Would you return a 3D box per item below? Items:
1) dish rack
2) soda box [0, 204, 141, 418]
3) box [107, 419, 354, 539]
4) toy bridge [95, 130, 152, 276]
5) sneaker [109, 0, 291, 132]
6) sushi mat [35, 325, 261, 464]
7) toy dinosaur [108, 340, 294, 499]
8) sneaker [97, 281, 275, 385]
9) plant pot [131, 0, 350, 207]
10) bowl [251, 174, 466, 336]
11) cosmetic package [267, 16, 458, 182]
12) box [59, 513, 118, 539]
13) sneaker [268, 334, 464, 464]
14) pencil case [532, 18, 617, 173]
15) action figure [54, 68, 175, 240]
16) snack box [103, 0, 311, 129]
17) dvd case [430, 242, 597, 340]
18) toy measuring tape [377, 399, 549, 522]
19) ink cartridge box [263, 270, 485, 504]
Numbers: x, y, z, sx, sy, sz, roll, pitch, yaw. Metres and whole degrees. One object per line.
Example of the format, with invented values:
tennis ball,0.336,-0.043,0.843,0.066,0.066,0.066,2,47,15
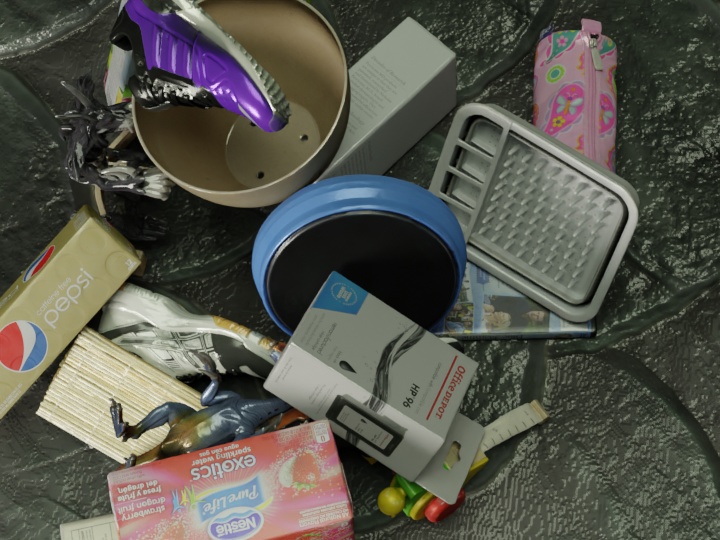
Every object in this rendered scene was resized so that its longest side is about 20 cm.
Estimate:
dish rack,0.164,-0.060,1.729,0.199,0.172,0.044,33,43,15
soda box,-0.297,0.037,1.720,0.068,0.064,0.200,42,92,-18
box,-0.109,0.208,1.577,0.198,0.100,0.096,-13,65,-6
toy bridge,-0.229,-0.094,1.838,0.067,0.027,0.202,7,67,6
sneaker,-0.147,-0.169,1.609,0.100,0.070,0.200,-46,65,2
sushi mat,-0.199,0.140,1.711,0.199,0.012,0.096,29,97,6
toy dinosaur,-0.135,0.129,1.669,0.180,0.200,0.106,-14,77,-25
sneaker,-0.157,0.082,1.745,0.198,0.076,0.088,18,84,12
plant pot,-0.095,-0.141,1.691,0.198,0.135,0.202,-4,71,11
bowl,0.000,0.000,1.682,0.199,0.202,0.040,-5,44,-1
cosmetic package,0.004,-0.145,1.814,0.074,0.102,0.200,40,72,19
box,-0.164,0.261,1.652,0.198,0.078,0.096,-10,66,-3
sneaker,0.015,0.131,1.718,0.199,0.070,0.091,-22,82,-8
pencil case,0.213,-0.146,1.806,0.087,0.088,0.202,3,60,3
action figure,-0.223,-0.112,1.719,0.101,0.200,0.120,-6,64,5
snack box,-0.150,-0.223,1.773,0.167,0.201,0.068,-5,56,-20
dvd case,0.128,-0.001,1.792,0.198,0.018,0.144,-1,66,2
toy measuring tape,0.090,0.181,1.702,0.199,0.074,0.074,-26,66,-34
ink cartridge box,0.028,0.104,1.626,0.199,0.068,0.116,32,40,-2
